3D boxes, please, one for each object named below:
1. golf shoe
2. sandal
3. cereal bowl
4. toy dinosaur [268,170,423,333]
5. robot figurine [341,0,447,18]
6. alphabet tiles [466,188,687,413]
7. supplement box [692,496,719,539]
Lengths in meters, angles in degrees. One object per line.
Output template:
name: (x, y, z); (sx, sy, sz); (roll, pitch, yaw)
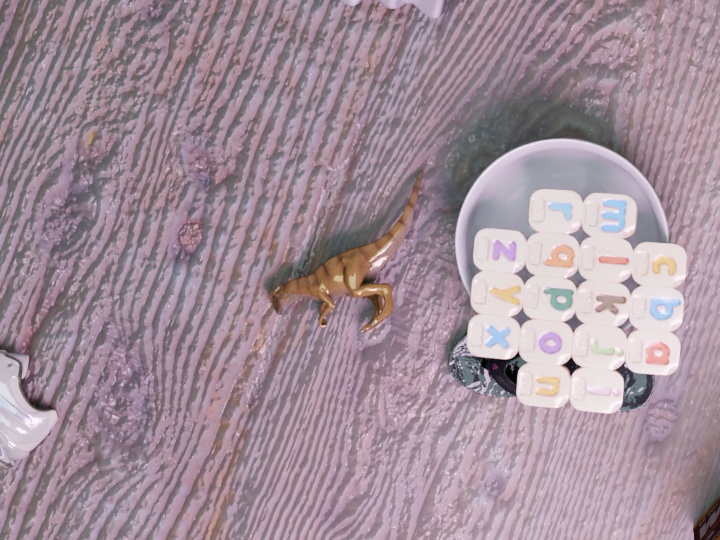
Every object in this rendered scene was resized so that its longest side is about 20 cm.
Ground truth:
golf shoe: (-0.388, 0.101, 1.736); (0.097, 0.078, 0.200); (-36, 92, -7)
sandal: (0.182, 0.092, 1.629); (0.199, 0.048, 0.076); (6, 94, 10)
cereal bowl: (0.192, -0.026, 1.604); (0.199, 0.083, 0.201); (1, 94, 10)
toy dinosaur: (0.000, 0.000, 1.653); (0.199, 0.060, 0.107); (-32, 85, 10)
robot figurine: (0.018, -0.328, 1.605); (0.200, 0.113, 0.170); (42, 76, 6)
alphabet tiles: (0.197, 0.027, 1.556); (0.194, 0.015, 0.201); (4, 93, 11)
supplement box: (0.416, 0.265, 1.519); (0.200, 0.197, 0.133); (41, 99, 7)
